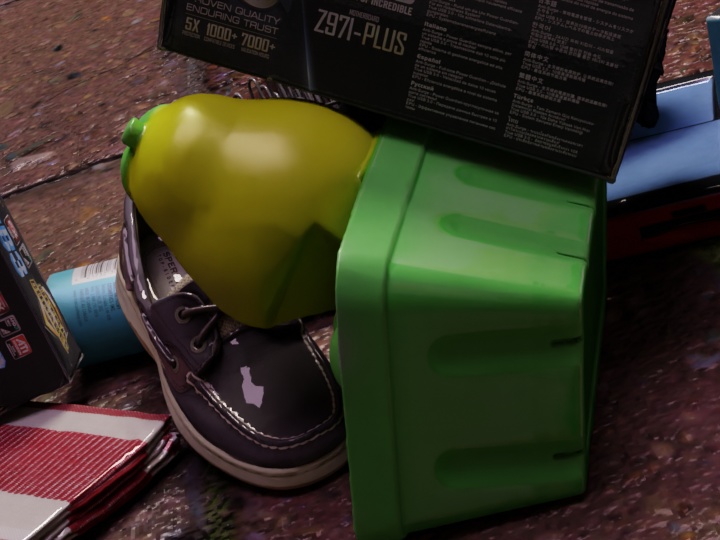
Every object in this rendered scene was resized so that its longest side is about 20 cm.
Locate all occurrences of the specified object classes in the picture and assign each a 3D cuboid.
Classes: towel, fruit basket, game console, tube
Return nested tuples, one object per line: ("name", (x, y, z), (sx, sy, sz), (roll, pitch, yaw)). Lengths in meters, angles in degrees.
("towel", (-0.190, 0.122, 0.857), (0.144, 0.023, 0.200), (2, 31, 43))
("fruit basket", (0.000, 0.000, 0.794), (0.215, 0.156, 0.216), (-3, 29, 2))
("game console", (0.137, -0.057, 0.959), (0.200, 0.031, 0.177), (-13, 26, 15))
("tube", (-0.059, 0.002, 0.972), (0.200, 0.050, 0.077), (-14, 45, 6))

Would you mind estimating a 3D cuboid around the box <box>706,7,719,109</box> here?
("box", (0.257, -0.137, 0.969), (0.082, 0.049, 0.200), (4, 26, 36))

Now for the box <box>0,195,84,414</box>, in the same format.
("box", (-0.268, 0.002, 0.924), (0.198, 0.200, 0.050), (-24, 17, 7))

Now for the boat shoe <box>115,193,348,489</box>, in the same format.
("boat shoe", (-0.066, 0.023, 0.869), (0.072, 0.065, 0.200), (-23, 40, -14))

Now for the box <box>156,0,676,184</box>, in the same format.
("box", (0.035, -0.130, 0.822), (0.200, 0.086, 0.164), (17, 26, 8))

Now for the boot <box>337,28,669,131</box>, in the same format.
("boot", (0.071, -0.095, 0.945), (0.162, 0.073, 0.198), (5, 65, -9))

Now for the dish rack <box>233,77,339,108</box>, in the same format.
("dish rack", (-0.019, -0.095, 1.041), (0.200, 0.055, 0.153), (-21, -6, -24))
